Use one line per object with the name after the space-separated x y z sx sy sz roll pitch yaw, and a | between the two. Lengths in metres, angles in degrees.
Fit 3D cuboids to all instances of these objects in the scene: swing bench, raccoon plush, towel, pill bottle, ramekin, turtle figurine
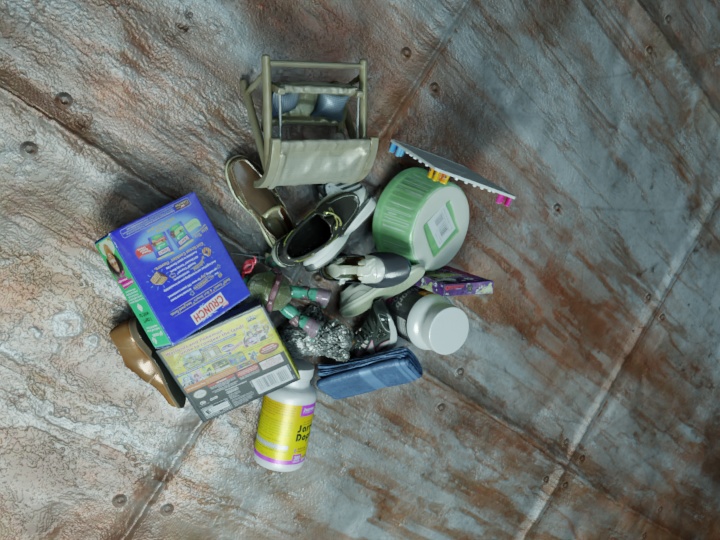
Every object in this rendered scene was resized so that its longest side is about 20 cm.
-0.086 -0.251 1.140 0.197 0.129 0.202 -8 88 -28 | swing bench
-0.106 0.148 1.250 0.199 0.134 0.097 -29 115 -20 | raccoon plush
0.018 0.205 1.315 0.198 0.049 0.112 -17 145 16 | towel
-0.143 0.278 1.280 0.103 0.104 0.202 6 99 -29 | pill bottle
0.127 -0.096 1.308 0.199 0.097 0.202 -21 122 -38 | ramekin
-0.160 0.047 1.192 0.198 0.101 0.151 21 89 -6 | turtle figurine
0.122 0.092 1.323 0.115 0.200 0.118 -7 105 -27 | pill bottle

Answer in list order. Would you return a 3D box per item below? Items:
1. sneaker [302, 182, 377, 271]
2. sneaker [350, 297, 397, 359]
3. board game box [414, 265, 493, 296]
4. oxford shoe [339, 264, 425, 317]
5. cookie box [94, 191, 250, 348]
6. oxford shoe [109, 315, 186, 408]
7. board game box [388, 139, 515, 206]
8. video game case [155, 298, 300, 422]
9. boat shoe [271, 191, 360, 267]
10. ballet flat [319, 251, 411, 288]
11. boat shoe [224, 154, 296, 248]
-0.067 -0.100 1.259 0.115 0.076 0.201 46 71 -20 | sneaker
0.019 0.141 1.317 0.086 0.081 0.201 -12 138 -16 | sneaker
0.160 0.015 1.325 0.119 0.200 0.033 2 100 -29 | board game box
0.035 0.028 1.290 0.075 0.199 0.058 18 49 -55 | oxford shoe
-0.307 0.000 1.088 0.171 0.075 0.201 -35 102 -38 | cookie box
-0.373 0.168 1.163 0.071 0.071 0.201 -19 117 9 | oxford shoe
0.175 -0.192 1.287 0.199 0.200 0.026 14 109 -30 | board game box
-0.232 0.164 1.173 0.199 0.026 0.182 -24 121 -1 | video game case
-0.069 -0.076 1.180 0.201 0.060 0.072 -42 105 -22 | boat shoe
0.000 0.000 1.235 0.073 0.199 0.074 -6 97 -50 | ballet flat
-0.168 -0.119 1.186 0.075 0.075 0.203 -41 118 -14 | boat shoe
